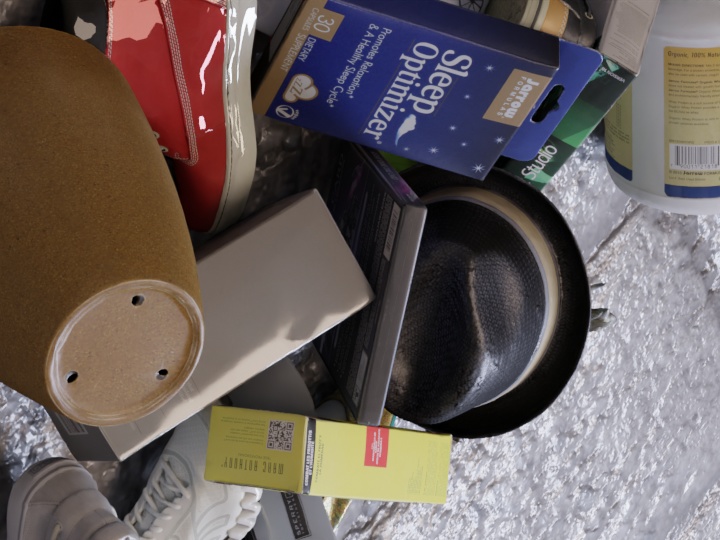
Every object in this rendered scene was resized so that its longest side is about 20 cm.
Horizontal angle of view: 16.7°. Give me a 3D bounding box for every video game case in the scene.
[{"bbox_3d":[0.000,0.000,1.594,0.019,0.200,0.144,9,105,-13],"label":"video game case"}]

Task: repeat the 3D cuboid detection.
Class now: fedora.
[{"bbox_3d":[0.058,0.031,1.634,0.092,0.199,0.202,-44,142,-61],"label":"fedora"}]

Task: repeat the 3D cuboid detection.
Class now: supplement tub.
[{"bbox_3d":[0.251,-0.158,1.809,0.144,0.144,0.201,-28,128,-35],"label":"supplement tub"}]

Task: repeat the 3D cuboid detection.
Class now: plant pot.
[{"bbox_3d":[-0.169,-0.008,1.357,0.185,0.200,0.187,-16,128,-21],"label":"plant pot"}]

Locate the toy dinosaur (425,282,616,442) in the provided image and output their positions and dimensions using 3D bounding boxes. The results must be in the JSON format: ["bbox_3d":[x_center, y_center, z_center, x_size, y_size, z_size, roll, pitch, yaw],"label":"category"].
[{"bbox_3d":[0.089,0.069,1.792,0.199,0.077,0.102,-32,153,-6],"label":"toy dinosaur"}]

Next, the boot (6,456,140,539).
[{"bbox_3d":[-0.179,0.219,1.552,0.073,0.096,0.201,-23,135,-29],"label":"boot"}]

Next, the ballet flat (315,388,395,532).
[{"bbox_3d":[-0.037,0.151,1.718,0.071,0.070,0.201,28,88,-49],"label":"ballet flat"}]

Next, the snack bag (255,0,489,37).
[{"bbox_3d":[0.005,-0.220,1.556,0.199,0.021,0.190,25,87,-27],"label":"snack bag"}]

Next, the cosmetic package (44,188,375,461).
[{"bbox_3d":[-0.101,0.035,1.518,0.200,0.107,0.091,-35,98,-22],"label":"cosmetic package"}]

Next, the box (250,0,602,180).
[{"bbox_3d":[0.041,-0.119,1.540,0.199,0.033,0.121,14,141,-16],"label":"box"}]

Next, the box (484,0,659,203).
[{"bbox_3d":[0.139,-0.125,1.662,0.200,0.036,0.145,-54,-169,46],"label":"box"}]

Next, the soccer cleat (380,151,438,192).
[{"bbox_3d":[0.049,-0.045,1.726,0.084,0.064,0.201,-62,144,-45],"label":"soccer cleat"}]

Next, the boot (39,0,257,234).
[{"bbox_3d":[-0.139,-0.097,1.494,0.143,0.072,0.201,-17,131,-22],"label":"boot"}]

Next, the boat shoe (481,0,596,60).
[{"bbox_3d":[0.111,-0.179,1.626,0.062,0.200,0.075,21,107,-16],"label":"boat shoe"}]

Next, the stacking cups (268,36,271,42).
[{"bbox_3d":[0.025,-0.148,1.641,0.199,0.060,0.061,2,107,-46],"label":"stacking cups"}]

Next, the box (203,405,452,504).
[{"bbox_3d":[-0.017,0.120,1.569,0.200,0.075,0.051,15,81,-60],"label":"box"}]

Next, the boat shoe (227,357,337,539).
[{"bbox_3d":[-0.061,0.148,1.656,0.073,0.068,0.201,-16,83,-34],"label":"boat shoe"}]

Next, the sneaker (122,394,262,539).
[{"bbox_3d":[-0.117,0.160,1.604,0.081,0.075,0.201,-11,135,-27],"label":"sneaker"}]
